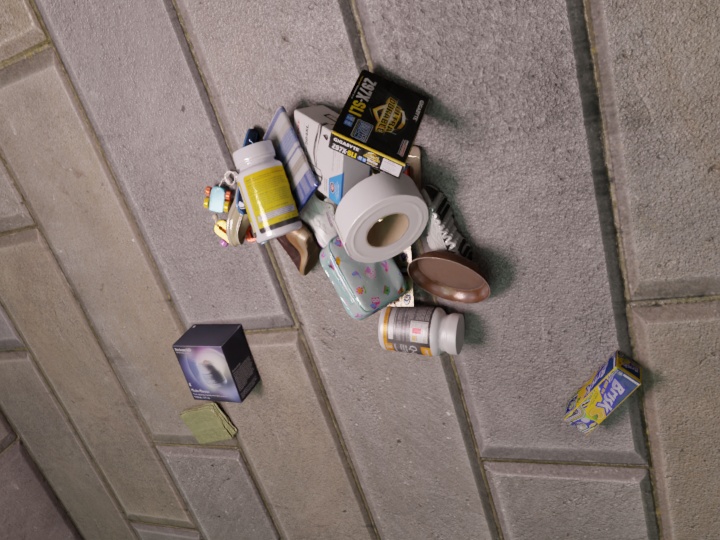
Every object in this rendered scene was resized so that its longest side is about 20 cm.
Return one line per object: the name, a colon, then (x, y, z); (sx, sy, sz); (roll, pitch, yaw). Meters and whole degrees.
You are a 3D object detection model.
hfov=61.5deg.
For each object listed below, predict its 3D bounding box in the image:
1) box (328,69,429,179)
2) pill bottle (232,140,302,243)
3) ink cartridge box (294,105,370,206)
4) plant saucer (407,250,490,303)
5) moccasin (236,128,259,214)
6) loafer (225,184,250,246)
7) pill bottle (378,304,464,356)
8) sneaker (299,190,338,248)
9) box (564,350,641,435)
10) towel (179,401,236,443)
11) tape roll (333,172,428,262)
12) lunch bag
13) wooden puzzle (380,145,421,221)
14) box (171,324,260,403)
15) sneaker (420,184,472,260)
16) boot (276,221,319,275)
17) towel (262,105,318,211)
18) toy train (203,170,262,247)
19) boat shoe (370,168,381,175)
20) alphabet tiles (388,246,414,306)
box: (0.040, -0.294, 1.203); (0.155, 0.204, 0.050); (22, 146, 1)
pill bottle: (-0.211, -0.176, 1.356); (0.111, 0.113, 0.207); (-15, 95, 32)
ink cartridge box: (-0.064, -0.251, 1.310); (0.199, 0.082, 0.150); (38, 134, 42)
plant saucer: (0.202, 0.012, 1.370); (0.194, 0.035, 0.202); (18, 155, 8)
moccasin: (-0.251, -0.233, 1.445); (0.066, 0.080, 0.208); (5, 87, 0)
loafer: (-0.282, -0.155, 1.505); (0.066, 0.076, 0.207); (16, 100, 8)
pill bottle: (0.148, 0.144, 1.470); (0.193, 0.117, 0.120); (5, 121, 24)
sneaker: (-0.076, -0.119, 1.450); (0.099, 0.075, 0.201); (-37, 98, 23)
box: (0.551, 0.281, 1.383); (0.069, 0.065, 0.203); (31, 126, 5)
towel: (-0.521, 0.522, 2.069); (0.196, 0.037, 0.151); (-21, 108, 33)
tape roll: (0.044, -0.109, 1.288); (0.204, 0.197, 0.072); (-55, 48, 37)
lunch bag: (0.000, 0.000, 1.398); (0.204, 0.158, 0.077); (59, 152, 5)
wooden puzzle: (0.051, -0.186, 1.377); (0.179, 0.037, 0.206); (10, 121, 21)
box: (-0.437, 0.280, 1.835); (0.194, 0.124, 0.204); (-3, 115, 27)
sneaker: (0.175, -0.091, 1.353); (0.079, 0.075, 0.204); (-14, 111, 41)
boot: (-0.183, -0.086, 1.518); (0.164, 0.073, 0.202); (36, 156, 17)
towel: (-0.158, -0.246, 1.361); (0.205, 0.023, 0.147); (65, 150, 9)
toy train: (-0.319, -0.148, 1.577); (0.147, 0.056, 0.205); (-27, 95, 8)
boat shoe: (0.022, -0.295, 1.292); (0.069, 0.062, 0.207); (-13, 96, 28)
alphabet tiles: (0.037, 0.001, 1.474); (0.194, 0.007, 0.174); (0, 97, 27)
